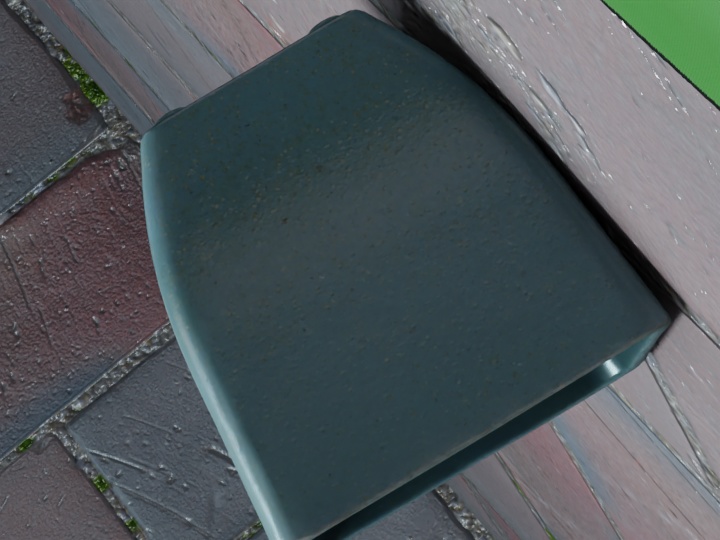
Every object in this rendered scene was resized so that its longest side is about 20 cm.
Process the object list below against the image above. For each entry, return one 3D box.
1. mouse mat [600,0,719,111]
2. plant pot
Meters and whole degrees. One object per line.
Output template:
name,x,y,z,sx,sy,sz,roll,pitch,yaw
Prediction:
mouse mat,0.059,-0.123,0.859,0.161,0.008,0.200,48,174,35
plant pot,0.000,0.000,1.354,0.200,0.196,0.196,59,177,7
